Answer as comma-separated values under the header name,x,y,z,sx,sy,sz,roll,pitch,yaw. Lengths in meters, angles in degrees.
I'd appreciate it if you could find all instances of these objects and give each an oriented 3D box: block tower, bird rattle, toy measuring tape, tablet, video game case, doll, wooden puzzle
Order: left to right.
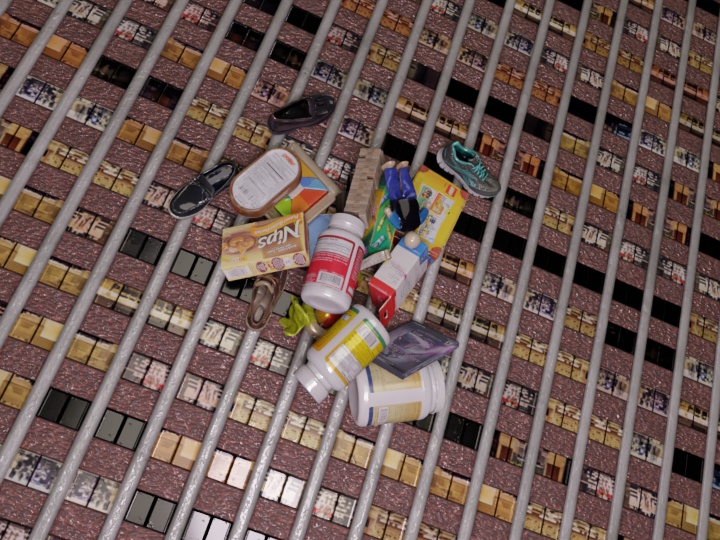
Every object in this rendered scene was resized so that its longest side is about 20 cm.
name,x,y,z,sx,sy,sz,roll,pitch,yaw
wooden puzzle,-0.168,-0.202,1.311,0.200,0.037,0.185,-41,83,-21
tablet,-0.086,-0.077,1.317,0.195,0.014,0.133,-4,76,-13
bird rattle,-0.079,0.119,1.222,0.198,0.113,0.164,35,50,-2
toy measuring tape,0.000,0.000,1.249,0.197,0.073,0.075,-25,77,28
block tower,0.010,-0.200,1.257,0.056,0.054,0.204,4,62,15
doll,0.107,-0.152,1.235,0.134,0.048,0.205,-5,78,-30
video game case,0.109,0.174,1.201,0.198,0.141,0.019,-18,120,-42

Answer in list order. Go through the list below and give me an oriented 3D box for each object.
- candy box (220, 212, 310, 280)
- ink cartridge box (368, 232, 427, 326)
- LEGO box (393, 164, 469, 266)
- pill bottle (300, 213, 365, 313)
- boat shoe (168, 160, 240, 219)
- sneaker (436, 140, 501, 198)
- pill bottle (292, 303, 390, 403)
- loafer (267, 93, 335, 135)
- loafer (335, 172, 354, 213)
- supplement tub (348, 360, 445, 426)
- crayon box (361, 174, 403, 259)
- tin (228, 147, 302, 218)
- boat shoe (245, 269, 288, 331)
name,x,y,z,sx,sy,sz,roll,pitch,yaw
candy box,-0.215,-0.055,1.212,0.195,0.056,0.117,-11,54,3
ink cartridge box,0.081,0.026,1.265,0.067,0.117,0.201,31,69,20
LEGO box,0.167,-0.142,1.356,0.147,0.077,0.202,31,71,-3
pill bottle,-0.053,-0.018,1.169,0.110,0.112,0.204,18,68,-7
boat shoe,-0.371,-0.196,1.260,0.199,0.062,0.075,-38,87,-17
sneaker,0.296,-0.269,1.411,0.198,0.091,0.078,33,72,-2
pill bottle,-0.042,0.176,1.109,0.200,0.113,0.113,-43,87,-14
loafer,-0.146,-0.408,1.365,0.197,0.063,0.073,-28,83,-18
loafer,-0.037,-0.155,1.303,0.070,0.073,0.203,27,61,-13
supplement tub,0.078,0.266,1.193,0.195,0.145,0.148,-3,76,-13
crayon box,0.040,-0.123,1.289,0.057,0.118,0.204,23,66,-22
tin,-0.226,-0.212,1.273,0.112,0.042,0.200,46,73,3
boat shoe,-0.214,0.038,1.226,0.071,0.072,0.204,21,72,-6
